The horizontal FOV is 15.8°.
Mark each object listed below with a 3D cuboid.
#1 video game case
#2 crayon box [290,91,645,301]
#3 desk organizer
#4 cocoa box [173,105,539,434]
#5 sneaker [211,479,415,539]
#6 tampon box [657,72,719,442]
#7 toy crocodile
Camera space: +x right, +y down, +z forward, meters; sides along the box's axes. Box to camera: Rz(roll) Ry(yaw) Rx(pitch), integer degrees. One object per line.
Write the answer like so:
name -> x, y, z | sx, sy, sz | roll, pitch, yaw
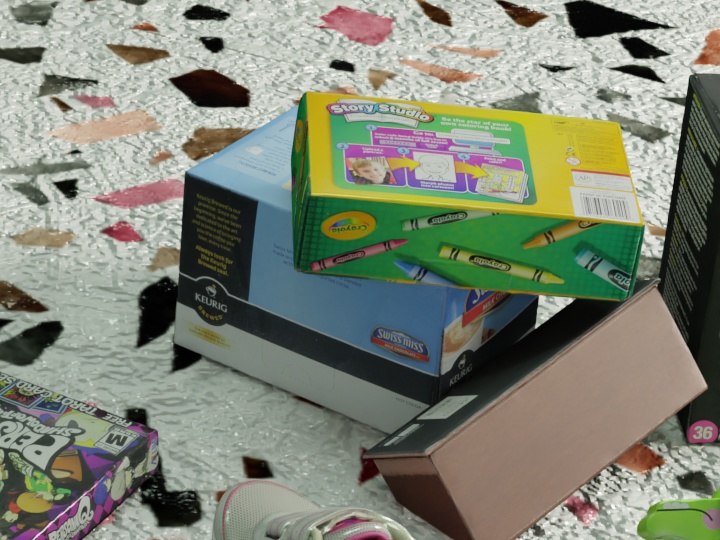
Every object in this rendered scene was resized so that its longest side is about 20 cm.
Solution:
video game case -> -0.247, 0.114, 1.498 | 0.200, 0.036, 0.181 | 19, 33, 22
crayon box -> 0.061, -0.045, 1.542 | 0.200, 0.058, 0.119 | 5, 33, -6
desk organizer -> 0.108, 0.089, 1.559 | 0.200, 0.077, 0.072 | -34, 12, -28
cocoa box -> 0.000, 0.000, 1.644 | 0.200, 0.131, 0.133 | 21, 33, 26
sneaker -> -0.010, 0.160, 1.403 | 0.081, 0.088, 0.200 | -16, 36, -33
tampon box -> 0.276, -0.007, 1.634 | 0.150, 0.200, 0.126 | 1, 30, -7
toy crocodile -> 0.260, 0.149, 1.505 | 0.200, 0.062, 0.068 | -1, -9, -7
